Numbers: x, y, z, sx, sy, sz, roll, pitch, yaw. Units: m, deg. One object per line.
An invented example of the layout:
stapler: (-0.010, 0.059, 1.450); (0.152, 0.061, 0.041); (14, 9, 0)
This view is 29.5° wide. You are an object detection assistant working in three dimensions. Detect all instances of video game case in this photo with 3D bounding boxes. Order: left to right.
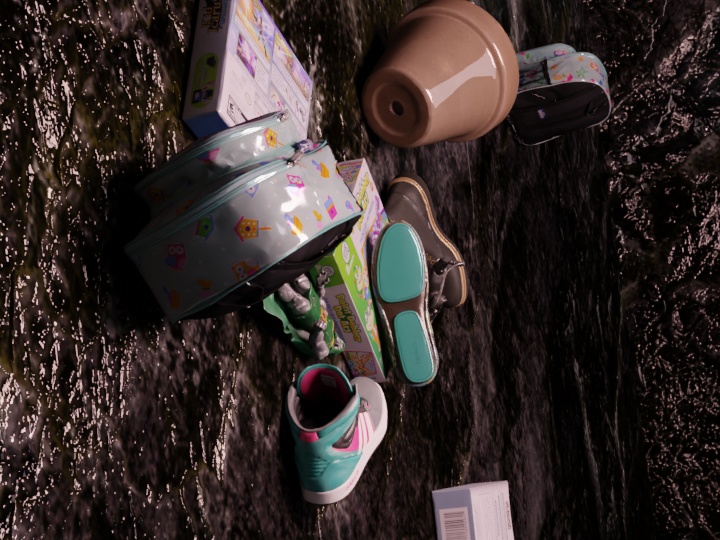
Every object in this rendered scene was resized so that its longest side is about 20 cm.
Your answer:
video game case: (-0.113, -0.178, 1.423); (0.200, 0.045, 0.183); (54, 35, -53)

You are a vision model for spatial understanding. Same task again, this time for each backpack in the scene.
backpack: (-0.110, -0.043, 1.193); (0.154, 0.175, 0.200); (59, 25, -10)
backpack: (0.382, -0.344, 2.639); (0.178, 0.198, 0.152); (52, 35, -52)

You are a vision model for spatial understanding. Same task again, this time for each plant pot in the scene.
plant pot: (0.091, -0.251, 1.853); (0.174, 0.199, 0.202); (-38, 119, -48)

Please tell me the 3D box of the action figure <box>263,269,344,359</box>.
action figure: (-0.060, 0.039, 1.474); (0.200, 0.054, 0.119); (60, 25, -54)

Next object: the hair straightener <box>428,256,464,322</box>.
hair straightener: (0.086, 0.057, 1.716); (0.200, 0.041, 0.077); (122, -24, -47)

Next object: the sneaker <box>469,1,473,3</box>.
sneaker: (0.181, -0.370, 2.275); (0.200, 0.079, 0.079); (55, 32, -54)

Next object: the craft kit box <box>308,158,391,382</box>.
craft kit box: (0.000, 0.000, 1.667); (0.201, 0.048, 0.198); (-74, 146, -50)

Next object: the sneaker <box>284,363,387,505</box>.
sneaker: (-0.026, 0.145, 1.481); (0.200, 0.083, 0.122); (-64, 150, -56)

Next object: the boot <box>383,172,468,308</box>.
boot: (0.071, -0.014, 1.842); (0.201, 0.077, 0.138); (61, 29, -15)

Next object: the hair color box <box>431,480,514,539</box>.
hair color box: (0.162, 0.355, 1.939); (0.200, 0.060, 0.100); (15, 68, -68)

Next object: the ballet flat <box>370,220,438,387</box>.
ballet flat: (0.050, 0.042, 1.655); (0.074, 0.074, 0.202); (6, 78, -70)
